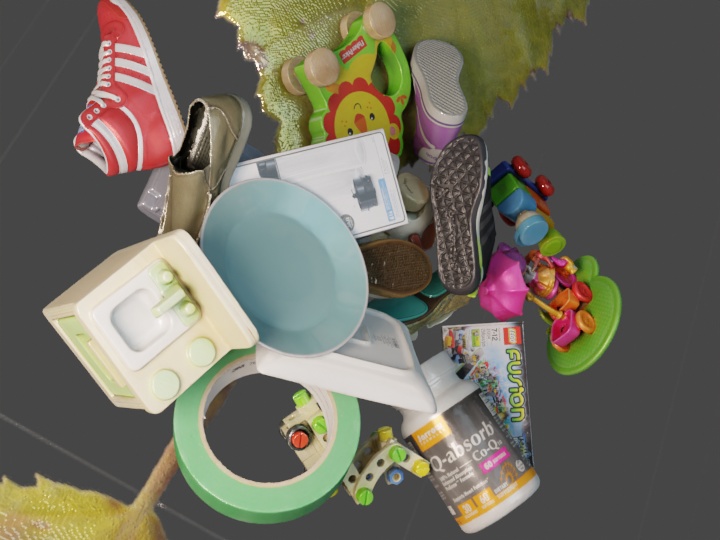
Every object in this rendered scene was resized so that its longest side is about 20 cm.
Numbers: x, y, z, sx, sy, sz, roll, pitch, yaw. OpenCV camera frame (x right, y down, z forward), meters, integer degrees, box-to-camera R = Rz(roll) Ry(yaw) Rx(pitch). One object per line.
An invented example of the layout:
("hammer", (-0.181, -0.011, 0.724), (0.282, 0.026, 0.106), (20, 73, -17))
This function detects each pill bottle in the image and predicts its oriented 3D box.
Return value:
("pill bottle", (0.121, 0.208, 1.195), (0.116, 0.116, 0.201), (-27, 79, -37))

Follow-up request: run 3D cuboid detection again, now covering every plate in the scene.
("plate", (-0.019, 0.076, 1.068), (0.198, 0.200, 0.033), (16, 109, -14))
("plate", (-0.079, -0.002, 1.007), (0.199, 0.026, 0.202), (17, 58, -29))

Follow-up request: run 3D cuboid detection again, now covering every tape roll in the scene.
("tape roll", (-0.100, 0.166, 1.044), (0.198, 0.048, 0.202), (4, 61, -8))

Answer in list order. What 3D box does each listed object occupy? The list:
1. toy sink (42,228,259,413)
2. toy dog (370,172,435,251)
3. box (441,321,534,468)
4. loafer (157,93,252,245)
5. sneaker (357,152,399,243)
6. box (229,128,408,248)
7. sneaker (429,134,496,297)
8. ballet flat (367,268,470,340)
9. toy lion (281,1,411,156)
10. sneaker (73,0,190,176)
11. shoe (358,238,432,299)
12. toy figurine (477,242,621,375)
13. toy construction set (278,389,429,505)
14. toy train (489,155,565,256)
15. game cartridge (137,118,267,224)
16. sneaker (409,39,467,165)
("toy sink", (-0.209, 0.055, 0.942), (0.112, 0.199, 0.131), (-42, 107, -28))
("toy dog", (0.094, -0.071, 1.258), (0.199, 0.132, 0.097), (-23, 73, -28))
("box", (0.166, 0.170, 1.273), (0.109, 0.035, 0.202), (-4, 82, 4))
("loafer", (-0.176, -0.091, 1.006), (0.069, 0.075, 0.202), (9, 99, -56))
("sneaker", (-0.026, -0.064, 1.178), (0.079, 0.071, 0.202), (24, 83, -22))
("box", (-0.057, -0.078, 1.094), (0.198, 0.060, 0.118), (-15, 92, -19))
("sneaker", (0.130, -0.067, 1.203), (0.083, 0.071, 0.202), (-12, 108, -60))
("ballet flat", (0.074, 0.052, 1.252), (0.199, 0.070, 0.071), (-28, 98, -35))
("toy lion", (0.000, -0.214, 1.248), (0.200, 0.068, 0.193), (-46, 116, -34))
("sneaker", (-0.267, -0.195, 1.031), (0.112, 0.071, 0.202), (-21, 81, -24))
("shoe", (0.000, 0.000, 1.130), (0.199, 0.053, 0.071), (-2, 87, -39))
("toy figurine", (0.243, 0.020, 1.354), (0.183, 0.150, 0.201), (27, 44, -20))
("toy construction set", (-0.019, 0.186, 1.133), (0.131, 0.092, 0.201), (-33, 94, -11))
("toy train", (0.251, -0.067, 1.359), (0.199, 0.084, 0.116), (27, 30, -48))
("game cartridge", (-0.147, -0.081, 1.122), (0.199, 0.041, 0.134), (33, 67, -28))
("sneaker", (0.094, -0.223, 1.317), (0.072, 0.115, 0.202), (8, 44, -5))
